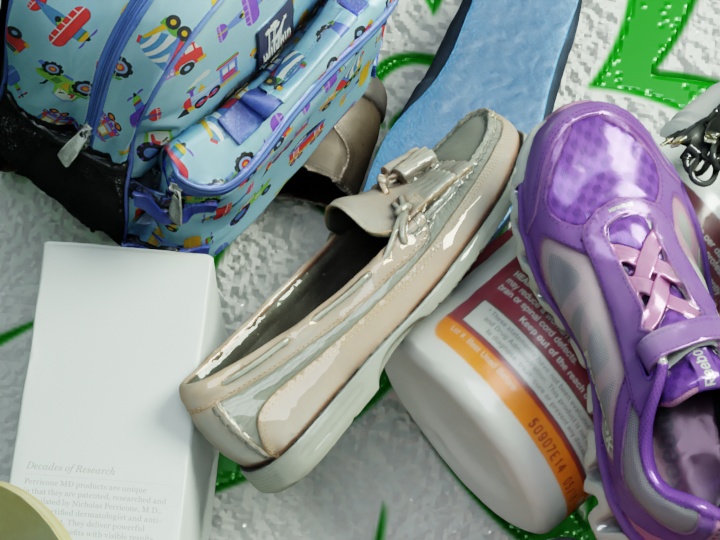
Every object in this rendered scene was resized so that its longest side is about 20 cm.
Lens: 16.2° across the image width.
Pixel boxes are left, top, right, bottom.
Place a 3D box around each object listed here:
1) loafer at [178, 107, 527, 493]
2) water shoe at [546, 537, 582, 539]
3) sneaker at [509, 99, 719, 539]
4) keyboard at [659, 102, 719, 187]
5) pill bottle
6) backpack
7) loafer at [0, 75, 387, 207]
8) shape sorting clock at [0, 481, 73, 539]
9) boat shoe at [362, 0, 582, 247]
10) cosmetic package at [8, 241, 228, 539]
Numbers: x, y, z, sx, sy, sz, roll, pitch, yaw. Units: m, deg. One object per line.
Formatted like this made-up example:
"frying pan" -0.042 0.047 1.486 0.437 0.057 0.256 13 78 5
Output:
"loafer" 0.000 0.000 1.075 0.063 0.072 0.200 43 69 -17
"water shoe" 0.131 0.200 1.080 0.200 0.072 0.079 44 118 1
"sneaker" 0.121 0.025 1.021 0.080 0.088 0.202 -14 86 -12
"keyboard" 0.207 -0.068 1.072 0.126 0.021 0.200 10 36 28
"pill bottle" 0.117 0.013 1.125 0.200 0.114 0.114 -39 72 -13
"backpack" -0.068 -0.115 1.064 0.134 0.200 0.183 39 68 6
"loafer" -0.086 -0.060 1.181 0.198 0.073 0.072 -1 66 1
"shape sorting clock" -0.144 0.180 0.957 0.039 0.200 0.201 9 61 -38
"boat shoe" 0.059 -0.063 1.184 0.084 0.069 0.201 29 70 8
"cosmetic package" -0.107 0.100 1.097 0.080 0.113 0.202 3 66 2
